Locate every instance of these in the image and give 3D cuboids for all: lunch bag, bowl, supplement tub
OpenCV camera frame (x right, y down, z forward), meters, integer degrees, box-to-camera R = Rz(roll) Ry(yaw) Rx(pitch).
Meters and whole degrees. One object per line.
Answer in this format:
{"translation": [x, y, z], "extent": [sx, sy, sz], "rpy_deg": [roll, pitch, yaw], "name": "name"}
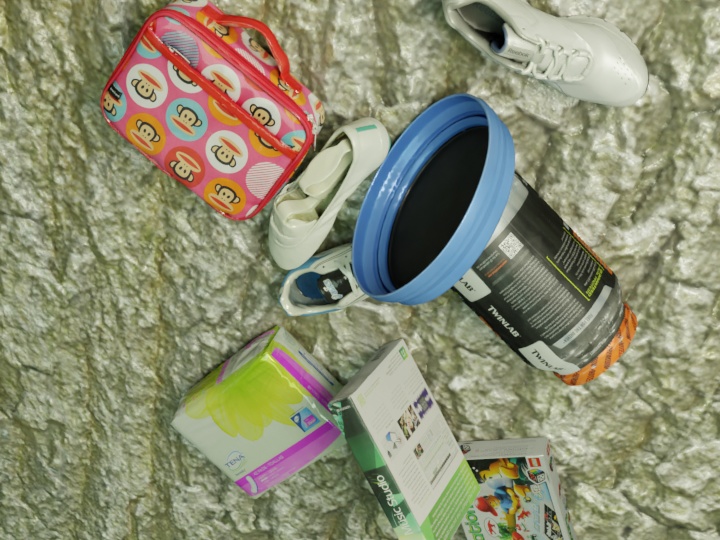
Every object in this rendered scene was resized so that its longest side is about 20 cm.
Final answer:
{"translation": [-0.136, -0.166, 0.988], "extent": [0.199, 0.082, 0.176], "rpy_deg": [38, 122, -9], "name": "lunch bag"}
{"translation": [0.064, -0.061, 0.913], "extent": [0.039, 0.202, 0.201], "rpy_deg": [27, 130, -25], "name": "bowl"}
{"translation": [0.163, 0.009, 0.965], "extent": [0.200, 0.123, 0.122], "rpy_deg": [44, 125, -11], "name": "supplement tub"}

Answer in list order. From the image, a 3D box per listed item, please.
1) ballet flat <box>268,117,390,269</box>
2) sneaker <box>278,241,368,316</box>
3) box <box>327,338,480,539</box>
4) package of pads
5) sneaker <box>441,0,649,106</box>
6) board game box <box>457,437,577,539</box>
{"translation": [-0.049, -0.076, 1.009], "extent": [0.069, 0.070, 0.200], "rpy_deg": [37, 121, -7], "name": "ballet flat"}
{"translation": [0.000, 0.000, 1.048], "extent": [0.199, 0.073, 0.072], "rpy_deg": [-25, 109, 29], "name": "sneaker"}
{"translation": [0.051, 0.192, 1.085], "extent": [0.036, 0.144, 0.202], "rpy_deg": [-24, 98, 32], "name": "box"}
{"translation": [-0.115, 0.170, 1.199], "extent": [0.154, 0.068, 0.199], "rpy_deg": [45, 124, -12], "name": "package of pads"}
{"translation": [0.152, -0.188, 0.864], "extent": [0.198, 0.087, 0.075], "rpy_deg": [25, 125, 1], "name": "sneaker"}
{"translation": [0.180, 0.286, 1.191], "extent": [0.125, 0.035, 0.202], "rpy_deg": [-8, 118, 24], "name": "board game box"}
